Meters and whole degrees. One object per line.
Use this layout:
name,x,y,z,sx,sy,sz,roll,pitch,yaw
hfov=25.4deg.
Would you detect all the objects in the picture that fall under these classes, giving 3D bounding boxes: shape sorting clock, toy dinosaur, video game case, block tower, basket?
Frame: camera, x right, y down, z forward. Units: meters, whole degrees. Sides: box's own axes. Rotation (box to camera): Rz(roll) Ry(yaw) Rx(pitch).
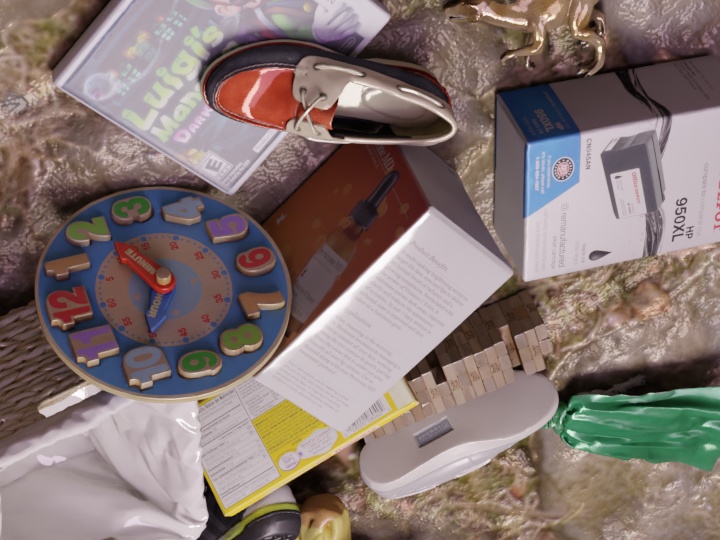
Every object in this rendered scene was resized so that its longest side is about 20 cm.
shape sorting clock,-0.152,0.014,1.236,0.199,0.201,0.039,-9,147,-11
toy dinosaur,0.170,-0.211,1.263,0.199,0.058,0.101,-23,128,-1
video game case,-0.105,-0.172,1.224,0.181,0.023,0.200,32,111,-33
block tower,0.074,0.089,1.455,0.199,0.058,0.054,-22,128,0
basket,-0.248,0.149,1.292,0.198,0.161,0.201,-26,134,-31

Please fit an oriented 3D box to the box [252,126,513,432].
box,0.000,0.000,1.302,0.200,0.153,0.106,-44,126,15

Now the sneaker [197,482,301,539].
sneaker,-0.126,0.234,1.494,0.200,0.083,0.071,-30,154,36

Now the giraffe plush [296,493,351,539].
giraffe plush,-0.013,0.319,1.543,0.172,0.201,0.162,-21,163,38

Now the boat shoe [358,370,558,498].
boat shoe,0.096,0.161,1.512,0.199,0.072,0.069,-30,151,-3

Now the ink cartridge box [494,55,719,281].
ink cartridge box,0.219,-0.087,1.352,0.199,0.084,0.145,-12,128,-10

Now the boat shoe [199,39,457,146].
boat shoe,-0.023,-0.130,1.230,0.199,0.063,0.071,3,126,-19

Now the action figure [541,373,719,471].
action figure,0.265,0.145,1.558,0.199,0.055,0.119,4,126,-12

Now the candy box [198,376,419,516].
candy box,-0.057,0.124,1.414,0.199,0.103,0.026,-31,164,7
